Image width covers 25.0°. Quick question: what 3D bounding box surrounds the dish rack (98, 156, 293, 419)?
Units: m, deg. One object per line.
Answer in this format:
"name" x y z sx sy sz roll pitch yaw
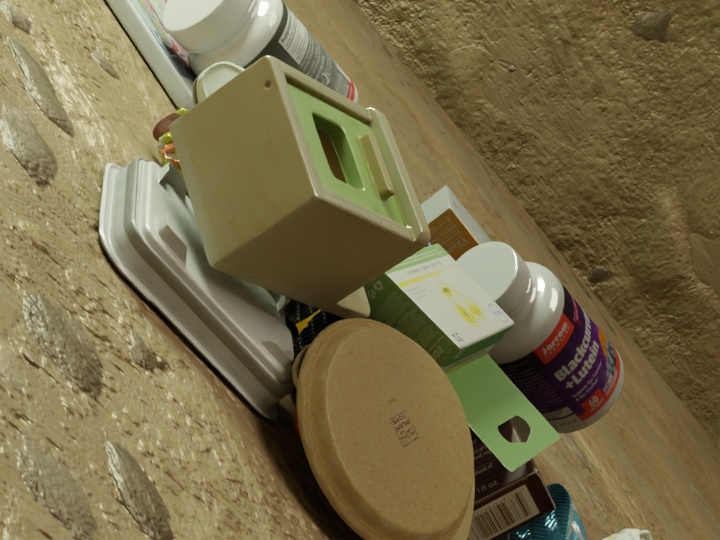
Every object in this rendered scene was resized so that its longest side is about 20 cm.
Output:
"dish rack" -0.114 0.004 1.225 0.200 0.043 0.172 49 12 -24

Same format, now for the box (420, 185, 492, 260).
"box" 0.113 0.025 1.876 0.200 0.124 0.098 50 12 -13

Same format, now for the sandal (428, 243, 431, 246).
"sandal" 0.059 0.005 1.632 0.200 0.079 0.088 -116 -154 -64

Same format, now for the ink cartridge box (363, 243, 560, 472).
"ink cartridge box" 0.094 0.069 1.382 0.200 0.048 0.145 45 22 13

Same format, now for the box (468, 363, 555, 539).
"box" 0.085 0.142 1.445 0.075 0.100 0.200 61 2 -47

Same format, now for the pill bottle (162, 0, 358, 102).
"pill bottle" -0.101 -0.210 1.632 0.200 0.114 0.114 45 14 -37

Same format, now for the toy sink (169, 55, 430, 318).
"toy sink" -0.030 -0.058 1.245 0.200 0.112 0.131 24 41 -52

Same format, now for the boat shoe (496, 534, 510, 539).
"boat shoe" 0.114 0.206 1.499 0.075 0.062 0.200 50 13 -23

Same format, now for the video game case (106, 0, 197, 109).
"video game case" -0.197 -0.238 1.661 0.200 0.023 0.182 56 11 11

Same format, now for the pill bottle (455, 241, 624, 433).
"pill bottle" 0.165 0.062 1.578 0.200 0.111 0.112 46 13 -38

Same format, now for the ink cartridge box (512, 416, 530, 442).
"ink cartridge box" 0.103 0.103 1.705 0.147 0.083 0.200 49 12 -22

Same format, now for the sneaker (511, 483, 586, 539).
"sneaker" 0.188 0.284 1.522 0.081 0.076 0.200 56 14 -33

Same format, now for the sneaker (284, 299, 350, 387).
"sneaker" -0.010 0.072 1.371 0.090 0.070 0.200 46 11 -20

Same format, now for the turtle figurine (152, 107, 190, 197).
"turtle figurine" -0.115 -0.059 1.354 0.200 0.064 0.161 35 12 -36

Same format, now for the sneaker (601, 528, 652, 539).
"sneaker" 0.277 0.319 1.773 0.077 0.081 0.200 57 13 10

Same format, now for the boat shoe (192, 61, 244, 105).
"boat shoe" -0.073 -0.109 1.424 0.200 0.075 0.068 49 -13 7

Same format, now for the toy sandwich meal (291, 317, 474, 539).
"toy sandwich meal" 0.013 0.133 1.231 0.205 0.070 0.206 27 50 -37
